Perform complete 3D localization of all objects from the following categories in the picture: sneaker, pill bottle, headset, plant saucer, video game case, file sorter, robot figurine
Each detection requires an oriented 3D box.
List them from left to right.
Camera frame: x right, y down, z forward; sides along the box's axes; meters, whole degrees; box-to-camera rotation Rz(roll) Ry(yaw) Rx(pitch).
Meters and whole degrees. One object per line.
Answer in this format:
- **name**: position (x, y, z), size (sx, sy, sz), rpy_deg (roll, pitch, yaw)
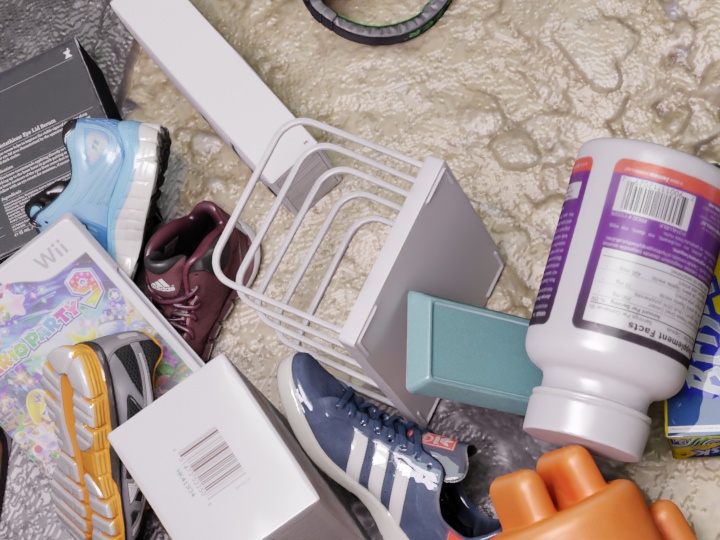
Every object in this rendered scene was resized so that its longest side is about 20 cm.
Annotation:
- **sneaker**: position (-0.199, -0.026, 1.762), size (0.090, 0.078, 0.200), rpy_deg (17, 115, -1)
- **video game case**: position (-0.195, 0.075, 1.736), size (0.143, 0.018, 0.200), rpy_deg (-37, 105, 15)
- **sneaker**: position (-0.169, 0.129, 1.708), size (0.077, 0.200, 0.078), rpy_deg (-27, 45, -35)
- **sneaker**: position (-0.146, 0.036, 1.764), size (0.075, 0.116, 0.200), rpy_deg (19, 77, 17)
- **headset**: position (-0.016, -0.254, 1.870), size (0.200, 0.094, 0.124), rpy_deg (41, 80, 5)
- **file sorter**: position (0.000, 0.000, 1.704), size (0.124, 0.200, 0.139), rpy_deg (22, 78, 22)
- **sneaker**: position (0.028, 0.124, 1.684), size (0.084, 0.075, 0.200), rpy_deg (-36, 99, 25)
- **plant saucer**: position (0.111, 0.063, 1.671), size (0.019, 0.200, 0.070), rpy_deg (-15, 68, 47)
- **robot figurine**: position (0.156, 0.218, 1.626), size (0.116, 0.144, 0.200), rpy_deg (-28, 87, 33)
- **pill bottle**: position (0.174, 0.022, 1.640), size (0.111, 0.111, 0.201), rpy_deg (14, 80, 16)

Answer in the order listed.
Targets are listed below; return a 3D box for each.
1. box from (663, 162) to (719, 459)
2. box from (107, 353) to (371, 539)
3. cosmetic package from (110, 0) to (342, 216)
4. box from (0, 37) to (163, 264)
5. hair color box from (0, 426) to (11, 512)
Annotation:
- **box**: position (0.247, 0.028, 1.710), size (0.070, 0.064, 0.201), rpy_deg (-3, 71, 12)
- **box**: position (-0.075, 0.155, 1.664), size (0.097, 0.200, 0.125), rpy_deg (-36, 68, 0)
- **cosmetic package**: position (-0.101, -0.133, 1.829), size (0.051, 0.083, 0.200), rpy_deg (-40, 68, -3)
- **box**: position (-0.270, -0.064, 1.845), size (0.200, 0.079, 0.141), rpy_deg (-25, 72, 4)
- **hair color box**: position (-0.311, 0.130, 1.723), size (0.061, 0.200, 0.102), rpy_deg (2, 73, 13)
